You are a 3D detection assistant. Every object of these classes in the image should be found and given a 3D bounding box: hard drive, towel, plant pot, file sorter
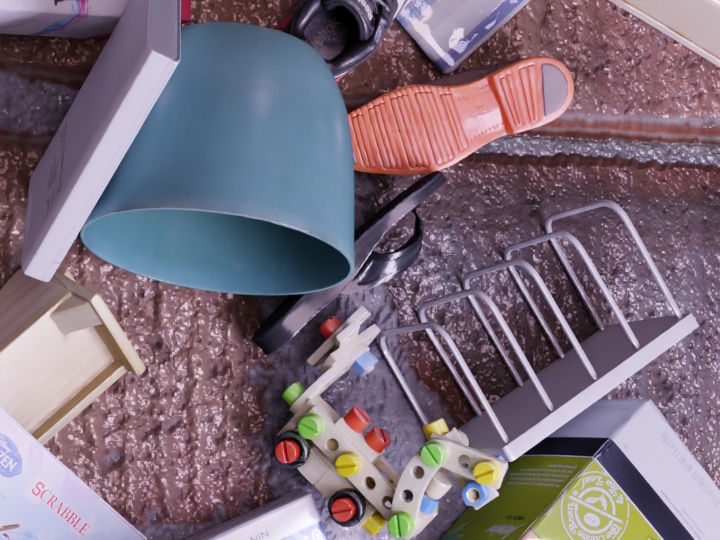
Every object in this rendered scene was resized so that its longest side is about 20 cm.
[{"bbox_3d":[-0.184,-0.105,1.380,0.027,0.132,0.200,23,119,-20],"label":"hard drive"},{"bbox_3d":[0.058,-0.277,1.613,0.147,0.024,0.200,-44,101,-18],"label":"towel"},{"bbox_3d":[-0.095,-0.087,1.444,0.200,0.201,0.161,14,71,-22],"label":"plant pot"},{"bbox_3d":[0.134,0.050,1.557,0.200,0.139,0.125,-33,97,-22],"label":"file sorter"}]

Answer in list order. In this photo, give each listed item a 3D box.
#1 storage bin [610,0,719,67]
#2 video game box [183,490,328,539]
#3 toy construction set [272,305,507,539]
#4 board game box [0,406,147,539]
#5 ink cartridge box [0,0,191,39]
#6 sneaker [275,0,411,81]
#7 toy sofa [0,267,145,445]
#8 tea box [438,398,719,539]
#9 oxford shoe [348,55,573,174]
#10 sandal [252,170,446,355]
[{"bbox_3d":[0.302,-0.309,1.684,0.200,0.094,0.199,27,75,-19],"label":"storage bin"},{"bbox_3d":[-0.088,0.294,1.491,0.182,0.047,0.200,-22,94,-21],"label":"video game box"},{"bbox_3d":[0.013,0.125,1.499,0.200,0.131,0.092,51,21,24],"label":"toy construction set"},{"bbox_3d":[-0.274,0.210,1.363,0.200,0.041,0.200,-50,134,-14],"label":"board game box"},{"bbox_3d":[-0.224,-0.247,1.413,0.200,0.086,0.148,-6,90,-53],"label":"ink cartridge box"},{"bbox_3d":[0.004,-0.218,1.530,0.071,0.098,0.200,41,79,-10],"label":"sneaker"},{"bbox_3d":[-0.266,0.092,1.420,0.200,0.098,0.083,-43,127,-21],"label":"toy sofa"},{"bbox_3d":[0.197,0.240,1.570,0.197,0.134,0.200,-45,103,-19],"label":"tea box"},{"bbox_3d":[0.071,-0.125,1.588,0.200,0.073,0.071,-14,102,-6],"label":"oxford shoe"},{"bbox_3d":[-0.001,0.000,1.540,0.200,0.075,0.048,-45,99,-11],"label":"sandal"}]
